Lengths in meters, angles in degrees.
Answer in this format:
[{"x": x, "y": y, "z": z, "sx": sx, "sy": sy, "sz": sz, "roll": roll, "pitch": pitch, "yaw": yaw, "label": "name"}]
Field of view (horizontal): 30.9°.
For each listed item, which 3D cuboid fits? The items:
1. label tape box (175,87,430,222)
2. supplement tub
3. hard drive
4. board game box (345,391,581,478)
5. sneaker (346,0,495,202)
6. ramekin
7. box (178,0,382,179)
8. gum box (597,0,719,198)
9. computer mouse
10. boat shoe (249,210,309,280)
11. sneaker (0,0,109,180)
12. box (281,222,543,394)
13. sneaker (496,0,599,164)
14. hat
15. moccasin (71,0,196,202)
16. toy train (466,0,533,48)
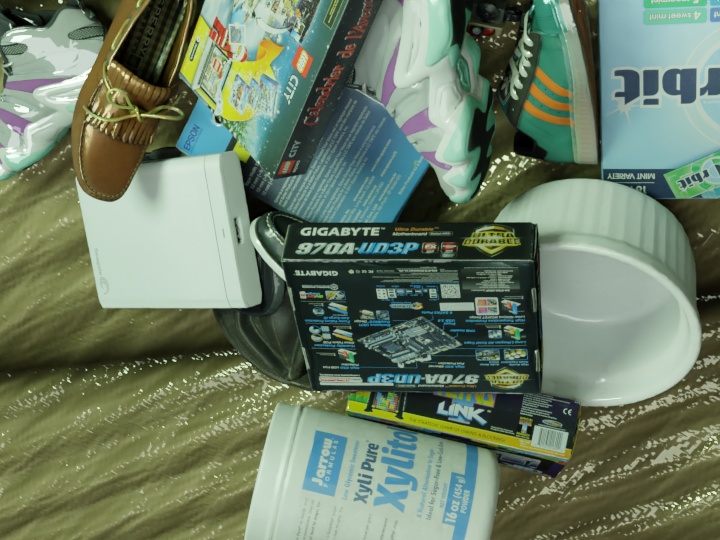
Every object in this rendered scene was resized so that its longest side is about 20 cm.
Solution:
[{"x": -0.040, "y": -0.120, "z": 1.126, "sx": 0.199, "sy": 0.066, "sz": 0.144, "roll": 30, "pitch": 123, "yaw": -3, "label": "label tape box"}, {"x": 0.010, "y": 0.197, "z": 1.119, "sx": 0.199, "sy": 0.132, "sz": 0.132, "roll": 13, "pitch": 122, "yaw": -1, "label": "supplement tub"}, {"x": -0.174, "y": -0.032, "z": 1.160, "sx": 0.199, "sy": 0.027, "sz": 0.133, "roll": -1, "pitch": 101, "yaw": 43, "label": "hard drive"}, {"x": 0.094, "y": 0.136, "z": 1.192, "sx": 0.199, "sy": 0.165, "sz": 0.057, "roll": 12, "pitch": 78, "yaw": 6, "label": "board game box"}, {"x": 0.026, "y": -0.147, "z": 1.027, "sx": 0.139, "sy": 0.078, "sz": 0.201, "roll": 4, "pitch": 123, "yaw": 24, "label": "sneaker"}, {"x": 0.190, "y": 0.016, "z": 1.105, "sx": 0.199, "sy": 0.098, "sz": 0.201, "roll": 10, "pitch": 138, "yaw": 9, "label": "ramekin"}, {"x": -0.059, "y": -0.190, "z": 0.986, "sx": 0.137, "sy": 0.038, "sz": 0.200, "roll": 48, "pitch": 130, "yaw": 26, "label": "box"}, {"x": 0.276, "y": -0.155, "z": 1.040, "sx": 0.169, "sy": 0.045, "sz": 0.201, "roll": 1, "pitch": 121, "yaw": 13, "label": "gum box"}, {"x": -0.132, "y": -0.041, "z": 1.170, "sx": 0.199, "sy": 0.046, "sz": 0.141, "roll": 11, "pitch": 110, "yaw": 39, "label": "computer mouse"}, {"x": 0.000, "y": 0.000, "z": 1.113, "sx": 0.200, "sy": 0.076, "sz": 0.060, "roll": 30, "pitch": 126, "yaw": -20, "label": "boat shoe"}, {"x": -0.303, "y": -0.175, "z": 1.156, "sx": 0.200, "sy": 0.078, "sz": 0.140, "roll": -31, "pitch": 107, "yaw": 17, "label": "sneaker"}, {"x": 0.046, "y": 0.032, "z": 1.050, "sx": 0.199, "sy": 0.046, "sz": 0.159, "roll": 0, "pitch": 135, "yaw": 11, "label": "box"}, {"x": 0.144, "y": -0.153, "z": 1.029, "sx": 0.080, "sy": 0.072, "sz": 0.200, "roll": -2, "pitch": 143, "yaw": 14, "label": "sneaker"}, {"x": -0.064, "y": 0.046, "z": 1.219, "sx": 0.200, "sy": 0.081, "sz": 0.201, "roll": 6, "pitch": 121, "yaw": 9, "label": "hat"}, {"x": -0.184, "y": -0.154, "z": 1.083, "sx": 0.073, "sy": 0.078, "sz": 0.202, "roll": 25, "pitch": 88, "yaw": -29, "label": "moccasin"}, {"x": 0.086, "y": -0.209, "z": 1.063, "sx": 0.199, "sy": 0.034, "sz": 0.046, "roll": 12, "pitch": 134, "yaw": 6, "label": "toy train"}]
